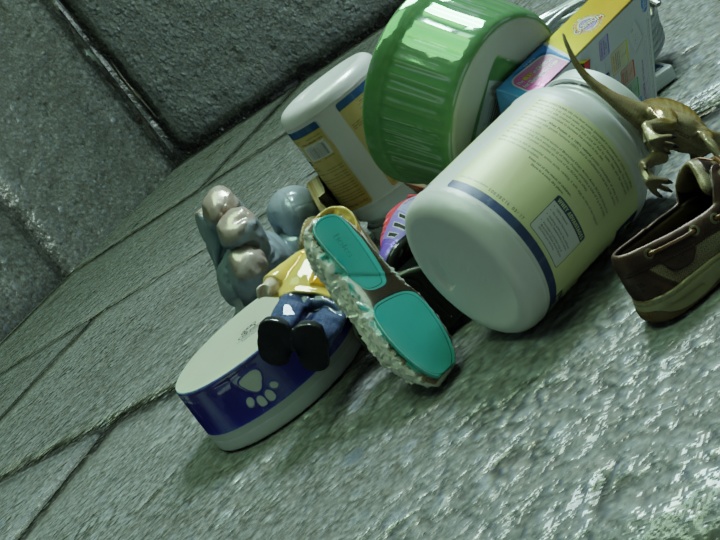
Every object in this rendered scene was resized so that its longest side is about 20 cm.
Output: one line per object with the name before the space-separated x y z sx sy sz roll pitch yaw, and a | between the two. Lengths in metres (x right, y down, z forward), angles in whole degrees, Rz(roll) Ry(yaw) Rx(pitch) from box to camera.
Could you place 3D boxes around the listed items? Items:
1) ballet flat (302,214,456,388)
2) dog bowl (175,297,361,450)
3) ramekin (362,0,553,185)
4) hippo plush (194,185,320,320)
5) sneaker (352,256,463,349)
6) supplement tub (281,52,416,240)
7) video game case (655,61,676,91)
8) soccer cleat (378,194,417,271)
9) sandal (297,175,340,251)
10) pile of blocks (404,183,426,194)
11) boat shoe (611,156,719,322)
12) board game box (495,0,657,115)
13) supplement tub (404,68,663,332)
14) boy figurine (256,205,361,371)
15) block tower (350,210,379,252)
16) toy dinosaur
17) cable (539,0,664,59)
ballet flat | 0.015 0.034 1.162 0.071 0.201 0.072 -28 -28 -17
dog bowl | -0.095 0.092 1.376 0.199 0.079 0.200 -35 14 10
ramekin | 0.102 -0.167 1.243 0.097 0.201 0.200 24 57 36
hippo plush | -0.105 -0.026 1.674 0.159 0.202 0.159 -18 8 -20
sneaker | 0.076 0.004 1.243 0.199 0.076 0.114 -44 3 -1
supplement tub | 0.010 -0.153 1.638 0.144 0.201 0.145 -35 14 10
video game case | 0.248 -0.198 1.477 0.143 0.018 0.200 -35 23 -6
soccer cleat | 0.048 -0.033 1.346 0.200 0.073 0.069 -40 -36 -59
sandal | -0.045 -0.038 1.605 0.069 0.078 0.212 -36 34 8
pile of blocks | 0.131 -0.102 1.390 0.199 0.082 0.063 11 79 55
boat shoe | 0.259 -0.052 0.947 0.200 0.072 0.072 -41 14 -10
board game box | 0.215 -0.166 1.267 0.040 0.154 0.200 24 55 36
supplement tub | 0.150 -0.062 1.105 0.200 0.145 0.145 -44 15 -22
boy figurine | -0.034 0.013 1.277 0.123 0.065 0.201 8 40 13
block tower | 0.000 0.000 1.404 0.058 0.054 0.200 -36 25 2
toy dinosaur | 0.243 -0.114 1.059 0.102 0.198 0.058 -77 9 -47
cable | 0.243 -0.249 1.474 0.199 0.070 0.200 -29 22 11
